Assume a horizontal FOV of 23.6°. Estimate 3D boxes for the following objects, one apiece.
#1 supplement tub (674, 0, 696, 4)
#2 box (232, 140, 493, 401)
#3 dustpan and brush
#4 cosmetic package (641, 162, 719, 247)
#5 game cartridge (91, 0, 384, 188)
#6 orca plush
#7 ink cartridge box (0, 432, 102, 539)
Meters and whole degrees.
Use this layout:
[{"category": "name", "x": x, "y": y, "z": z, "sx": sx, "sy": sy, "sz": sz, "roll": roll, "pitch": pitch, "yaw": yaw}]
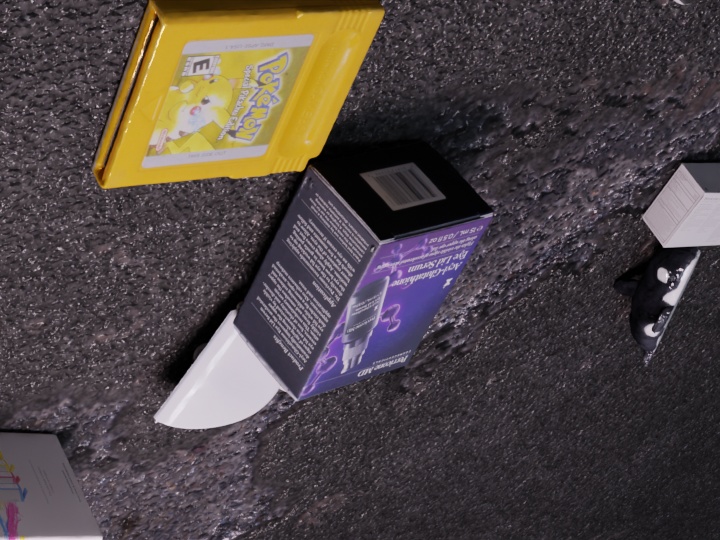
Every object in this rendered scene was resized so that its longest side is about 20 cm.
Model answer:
[{"category": "supplement tub", "x": 0.288, "y": -0.316, "z": 1.344, "sx": 0.200, "sy": 0.123, "sz": 0.123, "roll": -42, "pitch": 147, "yaw": 15}, {"category": "box", "x": 0.000, "y": 0.000, "z": 1.518, "sx": 0.148, "sy": 0.104, "sz": 0.200, "roll": -16, "pitch": 144, "yaw": -42}, {"category": "dustpan and brush", "x": -0.105, "y": 0.100, "z": 1.650, "sx": 0.200, "sy": 0.057, "sz": 0.140, "roll": 26, "pitch": 105, "yaw": -47}, {"category": "cosmetic package", "x": 0.400, "y": -0.072, "z": 1.836, "sx": 0.200, "sy": 0.051, "sz": 0.083, "roll": -3, "pitch": 140, "yaw": -38}, {"category": "game cartridge", "x": -0.095, "y": -0.140, "z": 1.341, "sx": 0.200, "sy": 0.032, "sz": 0.176, "roll": -6, "pitch": 140, "yaw": -33}, {"category": "orca plush", "x": 0.317, "y": 0.023, "z": 1.902, "sx": 0.105, "sy": 0.071, "sz": 0.200, "roll": -60, "pitch": 168, "yaw": -17}, {"category": "ink cartridge box", "x": -0.359, "y": 0.228, "z": 1.526, "sx": 0.200, "sy": 0.125, "sz": 0.129, "roll": 7, "pitch": 131, "yaw": -46}]
